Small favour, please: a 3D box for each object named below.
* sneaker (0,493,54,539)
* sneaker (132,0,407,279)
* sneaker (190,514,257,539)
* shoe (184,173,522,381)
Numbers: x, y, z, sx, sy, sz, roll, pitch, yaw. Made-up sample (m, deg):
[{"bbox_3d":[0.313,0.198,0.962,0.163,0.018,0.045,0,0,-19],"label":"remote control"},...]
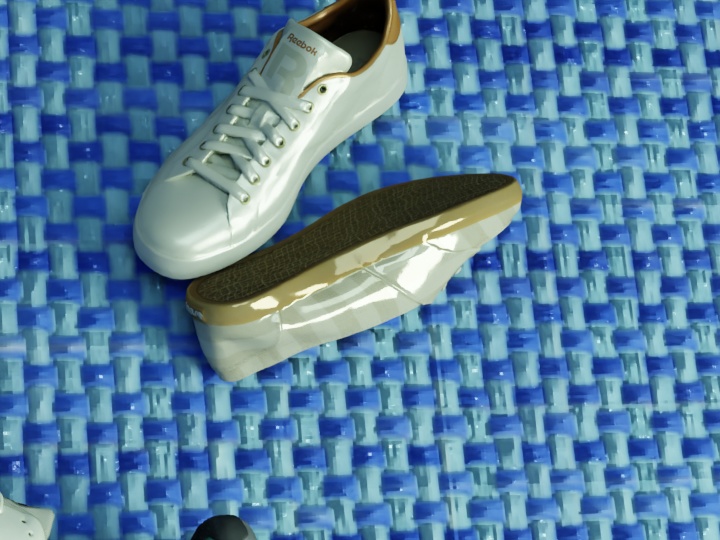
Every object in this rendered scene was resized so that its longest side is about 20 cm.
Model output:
[{"bbox_3d":[-0.199,0.129,1.135,0.088,0.074,0.200,-41,94,-24],"label":"sneaker"},{"bbox_3d":[-0.051,-0.083,1.235,0.073,0.085,0.200,31,61,21],"label":"sneaker"},{"bbox_3d":[-0.034,0.217,1.152,0.087,0.074,0.200,-5,83,-27],"label":"sneaker"},{"bbox_3d":[0.000,0.000,1.245,0.200,0.070,0.053,-23,115,-21],"label":"shoe"}]
